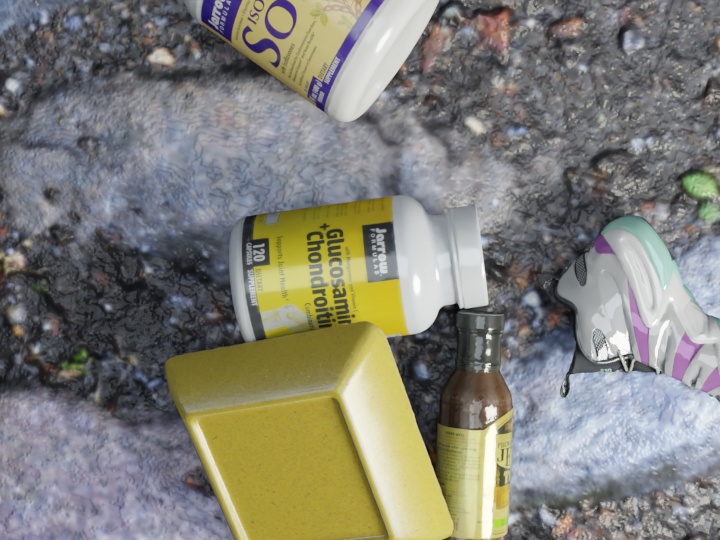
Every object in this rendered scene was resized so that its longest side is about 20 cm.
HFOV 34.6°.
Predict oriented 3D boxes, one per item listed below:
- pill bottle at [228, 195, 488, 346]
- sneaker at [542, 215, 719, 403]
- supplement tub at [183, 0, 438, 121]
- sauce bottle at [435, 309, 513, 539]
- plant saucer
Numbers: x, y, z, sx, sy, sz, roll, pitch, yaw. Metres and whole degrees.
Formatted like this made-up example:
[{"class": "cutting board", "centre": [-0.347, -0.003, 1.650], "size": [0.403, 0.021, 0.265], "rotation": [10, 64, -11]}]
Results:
[{"class": "pill bottle", "centre": [0.000, 0.000, 0.935], "size": [0.198, 0.112, 0.113], "rotation": [-8, 91, 5]}, {"class": "sneaker", "centre": [0.227, 0.071, 0.941], "size": [0.139, 0.078, 0.201], "rotation": [-37, 79, 7]}, {"class": "supplement tub", "centre": [-0.050, -0.230, 0.917], "size": [0.199, 0.145, 0.146], "rotation": [35, 94, 3]}, {"class": "sauce bottle", "centre": [0.094, 0.135, 0.954], "size": [0.064, 0.065, 0.202], "rotation": [3, 93, 5]}, {"class": "plant saucer", "centre": [-0.049, 0.153, 0.918], "size": [0.198, 0.049, 0.202], "rotation": [-11, 112, 24]}]
